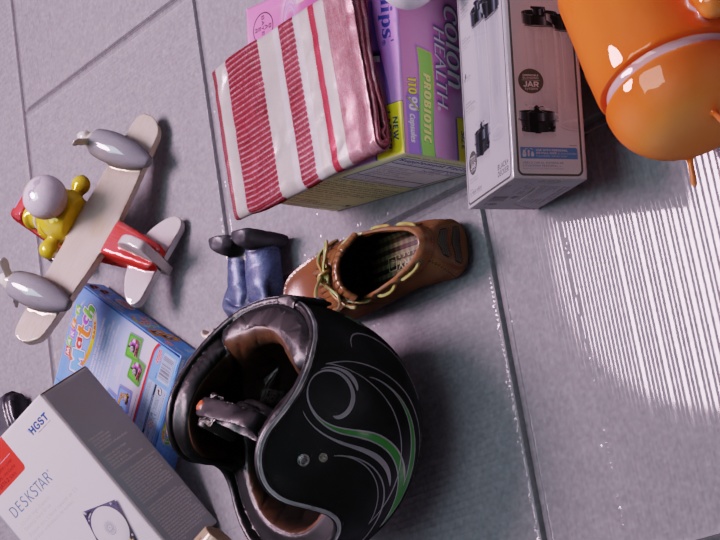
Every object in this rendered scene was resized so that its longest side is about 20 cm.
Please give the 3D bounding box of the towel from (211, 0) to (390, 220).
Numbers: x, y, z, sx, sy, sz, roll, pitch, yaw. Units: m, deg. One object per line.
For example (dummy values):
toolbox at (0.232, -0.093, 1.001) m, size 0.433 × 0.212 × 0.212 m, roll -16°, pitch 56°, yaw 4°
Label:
towel at (-0.052, -0.137, 1.474) m, size 0.200 × 0.023 × 0.145 m, roll -23°, pitch 71°, yaw 47°

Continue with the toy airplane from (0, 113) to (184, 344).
toy airplane at (-0.278, -0.044, 1.771) m, size 0.199 × 0.141 × 0.201 m, roll -28°, pitch 47°, yaw 21°

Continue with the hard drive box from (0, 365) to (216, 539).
hard drive box at (-0.261, 0.221, 1.709) m, size 0.200 × 0.077 × 0.156 m, roll 49°, pitch 125°, yaw 5°

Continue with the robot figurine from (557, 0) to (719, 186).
robot figurine at (0.211, -0.162, 1.253) m, size 0.144 × 0.116 × 0.201 m, roll -33°, pitch 60°, yaw 27°

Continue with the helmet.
helmet at (-0.043, 0.136, 1.452) m, size 0.199 × 0.191 × 0.201 m, roll -25°, pitch 41°, yaw 24°

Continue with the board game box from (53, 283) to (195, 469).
board game box at (-0.242, 0.118, 1.792) m, size 0.200 × 0.036 × 0.152 m, roll 30°, pitch 109°, yaw 45°

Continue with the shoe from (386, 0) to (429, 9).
shoe at (0.073, -0.304, 1.397) m, size 0.091 × 0.071 × 0.201 m, roll -37°, pitch 25°, yaw 61°

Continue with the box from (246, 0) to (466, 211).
box at (0.001, -0.157, 1.503) m, size 0.199 × 0.096 × 0.177 m, roll -13°, pitch 76°, yaw 47°

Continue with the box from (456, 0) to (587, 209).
box at (0.121, -0.155, 1.361) m, size 0.117 × 0.060 × 0.201 m, roll 142°, pitch 126°, yaw -72°

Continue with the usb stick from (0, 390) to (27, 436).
usb stick at (-0.436, 0.194, 2.008) m, size 0.200 × 0.032 × 0.056 m, roll -33°, pitch 61°, yaw 41°

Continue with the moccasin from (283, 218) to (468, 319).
moccasin at (0.000, 0.002, 1.499) m, size 0.201 × 0.077 × 0.074 m, roll -11°, pitch 77°, yaw 48°

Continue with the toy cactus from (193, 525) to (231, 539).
toy cactus at (-0.177, 0.302, 1.584) m, size 0.165 × 0.102 × 0.200 m, roll -58°, pitch 36°, yaw 6°

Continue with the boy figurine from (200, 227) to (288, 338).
boy figurine at (-0.105, 0.067, 1.625) m, size 0.124 × 0.064 × 0.201 m, roll -9°, pitch 76°, yaw 45°
